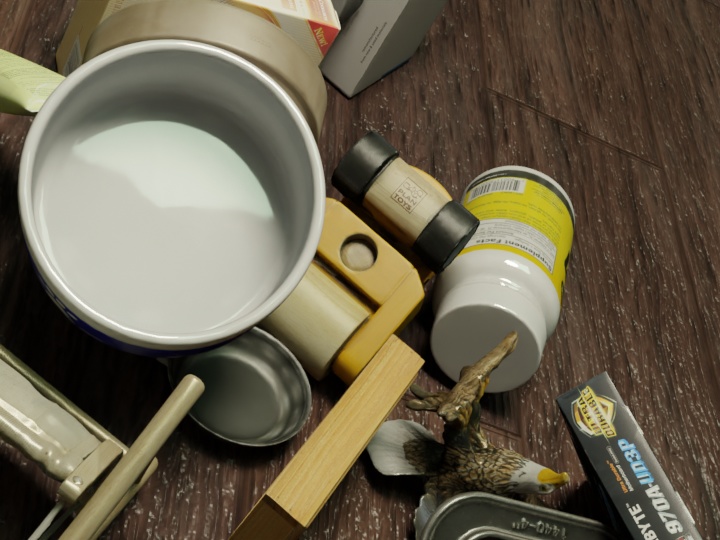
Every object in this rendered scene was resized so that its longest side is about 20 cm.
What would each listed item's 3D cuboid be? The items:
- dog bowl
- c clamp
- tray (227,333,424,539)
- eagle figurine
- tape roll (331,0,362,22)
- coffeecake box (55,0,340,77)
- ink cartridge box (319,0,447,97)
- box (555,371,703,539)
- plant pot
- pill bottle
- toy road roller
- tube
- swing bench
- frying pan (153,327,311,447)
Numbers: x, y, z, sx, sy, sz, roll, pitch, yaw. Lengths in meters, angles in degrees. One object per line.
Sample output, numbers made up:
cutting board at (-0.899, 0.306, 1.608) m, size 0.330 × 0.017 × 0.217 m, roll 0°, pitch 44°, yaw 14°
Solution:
dog bowl at (-0.126, -0.045, 0.863) m, size 0.197 × 0.079 × 0.203 m, roll 3°, pitch 78°, yaw -14°
c clamp at (0.101, 0.242, 0.886) m, size 0.197 × 0.027 × 0.173 m, roll 10°, pitch 76°, yaw -17°
tray at (-0.027, 0.134, 0.908) m, size 0.037 × 0.099 × 0.200 m, roll 39°, pitch 38°, yaw 3°
eagle figurine at (0.107, 0.174, 0.974) m, size 0.150 × 0.151 × 0.202 m, roll -26°, pitch 103°, yaw -9°
tape roll at (-0.085, -0.309, 1.226) m, size 0.200 × 0.201 × 0.066 m, roll 39°, pitch 37°, yaw 4°
coffeecake box at (-0.141, -0.197, 1.117) m, size 0.198 × 0.154 × 0.074 m, roll 9°, pitch 45°, yaw -30°
ink cartridge box at (-0.019, -0.315, 1.337) m, size 0.200 × 0.146 × 0.147 m, roll 42°, pitch 39°, yaw 7°
box at (0.215, 0.186, 0.983) m, size 0.160 × 0.046 × 0.200 m, roll 64°, pitch 3°, yaw 29°
plant pot at (-0.132, -0.076, 0.993) m, size 0.198 × 0.200 × 0.176 m, roll 19°, pitch 56°, yaw -20°
pill bottle at (0.124, 0.006, 1.143) m, size 0.113 × 0.115 × 0.201 m, roll 30°, pitch 39°, yaw -7°
toy road roller at (0.000, 0.000, 1.075) m, size 0.123 × 0.146 × 0.200 m, roll 40°, pitch 75°, yaw 9°
tube at (-0.266, -0.138, 0.967) m, size 0.199 × 0.052 × 0.058 m, roll 20°, pitch 62°, yaw 41°
swing bench at (-0.236, 0.101, 0.760) m, size 0.198 × 0.130 × 0.200 m, roll 38°, pitch 51°, yaw 1°
frying pan at (-0.124, 0.078, 0.947) m, size 0.188 × 0.031 × 0.116 m, roll 12°, pitch 44°, yaw -23°
